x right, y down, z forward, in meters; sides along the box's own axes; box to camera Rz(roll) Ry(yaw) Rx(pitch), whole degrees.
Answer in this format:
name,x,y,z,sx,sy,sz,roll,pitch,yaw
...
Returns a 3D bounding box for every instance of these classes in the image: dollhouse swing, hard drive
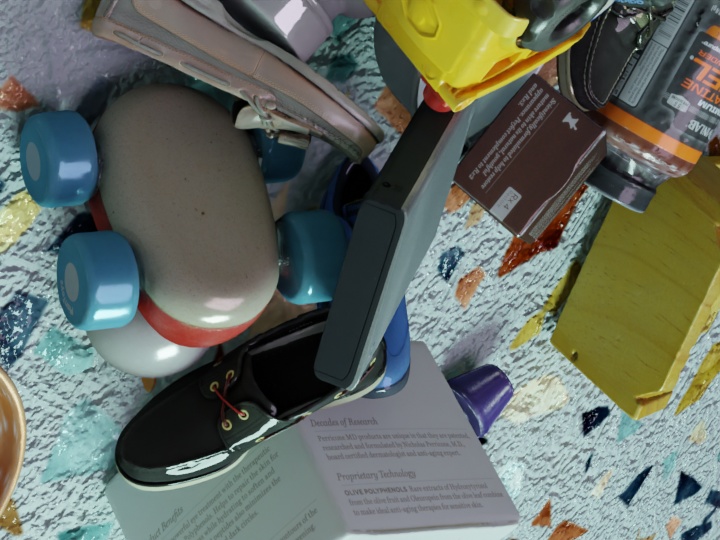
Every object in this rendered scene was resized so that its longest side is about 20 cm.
name,x,y,z,sx,sy,sz,roll,pitch,yaw
dollhouse swing,0.290,0.007,1.887,0.175,0.182,0.201,6,116,-38
hard drive,0.026,-0.032,1.423,0.200,0.033,0.140,-61,169,-56

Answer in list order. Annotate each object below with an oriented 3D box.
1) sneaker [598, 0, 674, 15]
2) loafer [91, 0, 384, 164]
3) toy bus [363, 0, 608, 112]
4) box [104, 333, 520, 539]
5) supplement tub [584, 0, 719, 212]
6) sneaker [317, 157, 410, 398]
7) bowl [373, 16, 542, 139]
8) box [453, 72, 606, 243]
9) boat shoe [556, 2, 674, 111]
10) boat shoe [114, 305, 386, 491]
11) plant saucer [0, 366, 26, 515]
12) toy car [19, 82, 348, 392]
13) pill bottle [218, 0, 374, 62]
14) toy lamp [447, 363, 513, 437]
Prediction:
name,x,y,z,sx,sy,sz,roll,pitch,yaw
sneaker,0.179,-0.206,1.517,0.200,0.076,0.111,-54,149,-26
loafer,-0.080,-0.121,1.392,0.200,0.072,0.063,36,83,-10
toy bus,0.102,-0.185,1.361,0.199,0.136,0.192,-30,161,-30
box,-0.037,0.172,1.603,0.199,0.172,0.199,3,140,-49
supplement tub,0.247,-0.150,1.761,0.107,0.107,0.201,15,106,-51
sneaker,0.000,0.000,1.558,0.065,0.201,0.079,-2,136,-3
bowl,0.070,-0.196,1.532,0.201,0.090,0.202,-42,153,-28
box,0.128,-0.080,1.638,0.100,0.075,0.200,-50,176,3
boat shoe,0.206,-0.212,1.654,0.072,0.066,0.202,43,62,-49
boat shoe,-0.076,0.082,1.466,0.200,0.074,0.063,-25,160,-6
plant saucer,-0.301,0.126,1.359,0.199,0.037,0.201,-26,134,-30
toy car,-0.138,-0.005,1.456,0.183,0.178,0.200,-7,153,-29
pill bottle,-0.005,-0.234,1.413,0.200,0.120,0.120,-49,143,-8
toy lamp,0.044,0.147,1.817,0.200,0.058,0.058,-35,139,-20
